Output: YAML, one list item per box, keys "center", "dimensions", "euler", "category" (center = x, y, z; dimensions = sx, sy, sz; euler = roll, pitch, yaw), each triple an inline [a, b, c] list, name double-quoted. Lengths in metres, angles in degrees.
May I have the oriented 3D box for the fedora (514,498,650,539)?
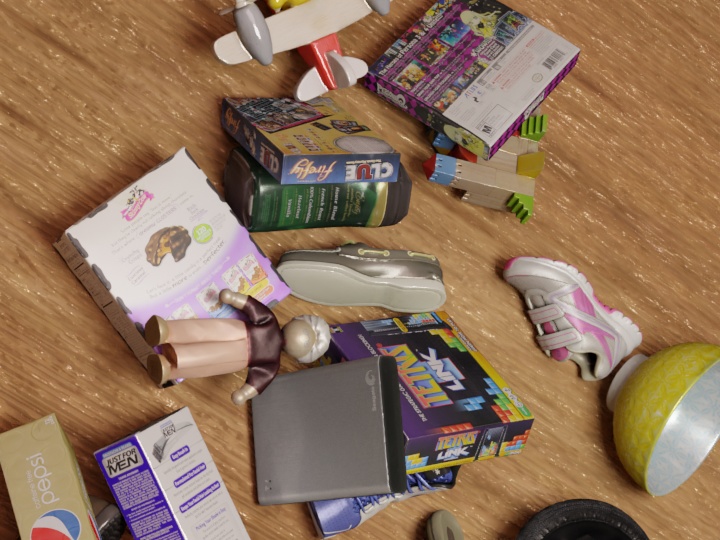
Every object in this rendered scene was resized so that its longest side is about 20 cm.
- center: [0.244, 0.356, 1.641]
  dimensions: [0.200, 0.092, 0.201]
  euler: [5, 77, -23]
  category: "fedora"

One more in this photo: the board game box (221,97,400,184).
- center: [-0.059, -0.146, 1.564]
  dimensions: [0.135, 0.200, 0.035]
  euler: [-3, 115, -24]
  category: "board game box"

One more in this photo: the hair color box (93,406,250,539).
- center: [-0.184, 0.252, 1.466]
  dimensions: [0.200, 0.065, 0.109]
  euler: [66, 24, 0]
  category: "hair color box"

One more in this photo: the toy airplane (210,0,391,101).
- center: [-0.056, -0.295, 1.608]
  dimensions: [0.199, 0.141, 0.200]
  euler: [20, 66, -13]
  category: "toy airplane"

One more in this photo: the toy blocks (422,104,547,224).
- center: [0.142, -0.159, 1.712]
  dimensions: [0.137, 0.100, 0.200]
  euler: [14, 63, -11]
  category: "toy blocks"

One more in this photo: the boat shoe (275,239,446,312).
- center: [-0.001, 0.002, 1.624]
  dimensions: [0.201, 0.072, 0.060]
  euler: [8, 55, -14]
  category: "boat shoe"

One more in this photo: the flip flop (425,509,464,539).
- center: [0.120, 0.336, 1.553]
  dimensions: [0.058, 0.200, 0.081]
  euler: [-28, 124, 12]
  category: "flip flop"

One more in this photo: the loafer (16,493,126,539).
- center: [-0.324, 0.303, 1.429]
  dimensions: [0.071, 0.073, 0.200]
  euler: [34, 63, 22]
  category: "loafer"

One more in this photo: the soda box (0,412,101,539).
- center: [-0.297, 0.241, 1.384]
  dimensions: [0.068, 0.064, 0.200]
  euler: [-21, 54, -7]
  category: "soda box"

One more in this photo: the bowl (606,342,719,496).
- center: [0.363, 0.160, 1.713]
  dimensions: [0.108, 0.200, 0.200]
  euler: [33, 60, 32]
  category: "bowl"

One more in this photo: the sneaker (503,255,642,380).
- center: [0.247, 0.060, 1.711]
  dimensions: [0.200, 0.081, 0.088]
  euler: [38, 66, -11]
  category: "sneaker"

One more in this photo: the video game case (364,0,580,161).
- center: [0.135, -0.242, 1.696]
  dimensions: [0.181, 0.036, 0.200]
  euler: [33, 60, 16]
  category: "video game case"

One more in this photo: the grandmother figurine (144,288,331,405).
- center: [-0.123, 0.080, 1.486]
  dimensions: [0.200, 0.061, 0.121]
  euler: [-6, 103, -29]
  category: "grandmother figurine"

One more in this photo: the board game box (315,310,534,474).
- center: [0.067, 0.129, 1.559]
  dimensions: [0.165, 0.057, 0.200]
  euler: [-5, 37, -31]
  category: "board game box"

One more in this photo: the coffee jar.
- center: [-0.046, -0.094, 1.601]
  dimensions: [0.200, 0.104, 0.085]
  euler: [-3, 117, -24]
  category: "coffee jar"

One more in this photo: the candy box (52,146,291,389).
- center: [-0.203, -0.003, 1.534]
  dimensions: [0.168, 0.072, 0.200]
  euler: [-39, 96, -25]
  category: "candy box"

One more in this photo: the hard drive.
- center: [-0.036, 0.172, 1.500]
  dimensions: [0.033, 0.200, 0.140]
  euler: [6, 75, -45]
  category: "hard drive"

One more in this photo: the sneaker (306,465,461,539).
- center: [0.038, 0.220, 1.568]
  dimensions: [0.199, 0.115, 0.081]
  euler: [-23, 88, -26]
  category: "sneaker"
